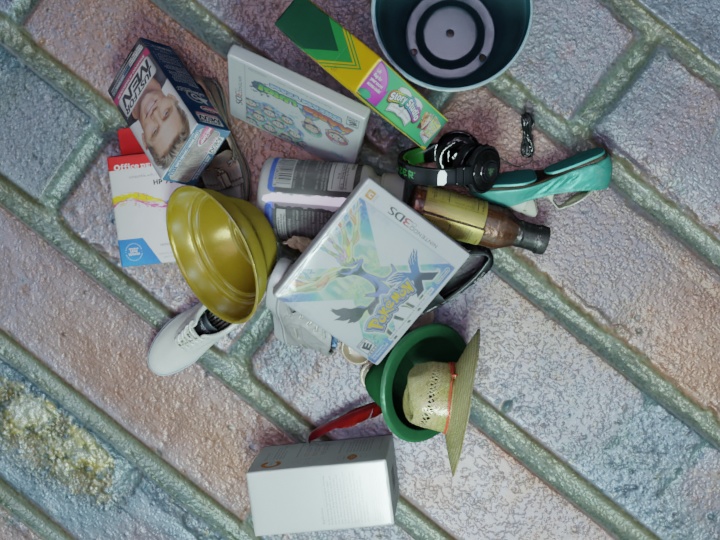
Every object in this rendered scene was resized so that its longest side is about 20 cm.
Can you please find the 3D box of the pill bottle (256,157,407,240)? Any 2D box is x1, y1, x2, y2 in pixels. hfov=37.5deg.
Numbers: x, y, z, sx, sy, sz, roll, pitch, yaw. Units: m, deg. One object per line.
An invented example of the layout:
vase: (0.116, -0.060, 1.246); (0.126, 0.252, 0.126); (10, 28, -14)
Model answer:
pill bottle: (-0.037, -0.095, 1.481); (0.200, 0.114, 0.114); (6, 98, 6)

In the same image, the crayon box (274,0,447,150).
crayon box: (0.004, -0.256, 1.382); (0.058, 0.200, 0.173); (-49, 58, 8)

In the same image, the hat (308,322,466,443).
hat: (0.033, 0.153, 1.532); (0.200, 0.176, 0.166); (-27, 112, -34)

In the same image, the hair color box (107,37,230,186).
hair color box: (-0.267, -0.220, 1.457); (0.100, 0.060, 0.200); (-52, 54, 24)

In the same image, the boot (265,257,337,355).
boot: (-0.072, 0.054, 1.470); (0.095, 0.200, 0.074); (19, 66, 11)

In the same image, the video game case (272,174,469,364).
video game case: (0.015, 0.003, 1.394); (0.182, 0.022, 0.200); (35, 102, -22)

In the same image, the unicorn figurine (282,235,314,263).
unicorn figurine: (0.000, 0.000, 1.455); (0.200, 0.137, 0.074); (11, 77, -34)

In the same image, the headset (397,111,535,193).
headset: (0.148, -0.163, 1.452); (0.200, 0.124, 0.094); (-8, 114, -18)

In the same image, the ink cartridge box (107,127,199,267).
ink cartridge box: (-0.295, -0.111, 1.530); (0.116, 0.067, 0.200); (-6, 96, 7)

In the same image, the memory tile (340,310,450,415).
memory tile: (0.053, 0.110, 1.546); (0.153, 0.017, 0.200); (-31, 94, 9)

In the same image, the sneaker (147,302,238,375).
sneaker: (-0.238, 0.084, 1.546); (0.200, 0.071, 0.073); (-41, 91, 9)

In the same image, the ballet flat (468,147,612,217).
ballet flat: (0.254, -0.112, 1.474); (0.200, 0.067, 0.071); (-14, 110, 10)

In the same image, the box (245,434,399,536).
box: (-0.050, 0.308, 1.527); (0.200, 0.124, 0.098); (-6, 97, 7)

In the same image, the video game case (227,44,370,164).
video game case: (-0.087, -0.216, 1.442); (0.200, 0.182, 0.024); (26, 72, 2)

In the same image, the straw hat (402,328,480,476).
straw hat: (0.100, 0.167, 1.412); (0.085, 0.201, 0.201); (10, 98, 3)

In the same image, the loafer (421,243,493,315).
loafer: (0.095, 0.021, 1.488); (0.200, 0.070, 0.068); (-29, 93, 2)

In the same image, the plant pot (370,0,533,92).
plant pot: (0.117, -0.325, 1.394); (0.200, 0.188, 0.201); (0, 93, 3)

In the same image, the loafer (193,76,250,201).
loafer: (-0.211, -0.179, 1.514); (0.072, 0.063, 0.200); (-14, 95, 7)

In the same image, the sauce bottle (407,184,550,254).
sauce bottle: (0.162, -0.065, 1.465); (0.200, 0.066, 0.066); (17, 99, -6)

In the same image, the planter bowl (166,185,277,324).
planter bowl: (-0.172, -0.035, 1.438); (0.083, 0.200, 0.201); (-28, 95, -34)
